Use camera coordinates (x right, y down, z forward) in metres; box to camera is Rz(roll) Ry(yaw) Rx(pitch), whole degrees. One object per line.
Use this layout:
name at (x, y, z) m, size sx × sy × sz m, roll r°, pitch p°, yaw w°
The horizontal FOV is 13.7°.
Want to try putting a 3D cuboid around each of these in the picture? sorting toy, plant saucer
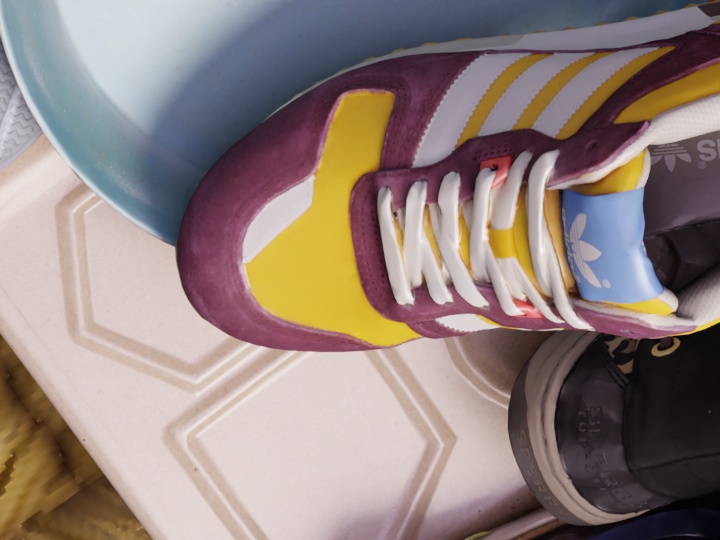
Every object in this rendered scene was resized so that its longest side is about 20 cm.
sorting toy at (0.000, 0.000, 0.851) m, size 0.185 × 0.036 × 0.200 m, roll -36°, pitch 107°, yaw -3°
plant saucer at (-0.001, -0.094, 0.778) m, size 0.200 × 0.027 × 0.201 m, roll -8°, pitch 118°, yaw -16°

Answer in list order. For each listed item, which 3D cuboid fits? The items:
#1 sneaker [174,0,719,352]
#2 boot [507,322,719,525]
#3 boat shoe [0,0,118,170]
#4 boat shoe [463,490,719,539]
sneaker at (0.043, -0.018, 0.734) m, size 0.200 × 0.090 × 0.075 m, roll -16°, pitch 108°, yaw 13°
boot at (0.148, -0.002, 0.792) m, size 0.200 × 0.150 × 0.073 m, roll -35°, pitch 104°, yaw -28°
boat shoe at (-0.091, -0.121, 0.796) m, size 0.074 × 0.067 × 0.200 m, roll 29°, pitch 81°, yaw -48°
boat shoe at (0.036, 0.107, 0.827) m, size 0.200 × 0.072 × 0.060 m, roll -21°, pitch 138°, yaw -23°
